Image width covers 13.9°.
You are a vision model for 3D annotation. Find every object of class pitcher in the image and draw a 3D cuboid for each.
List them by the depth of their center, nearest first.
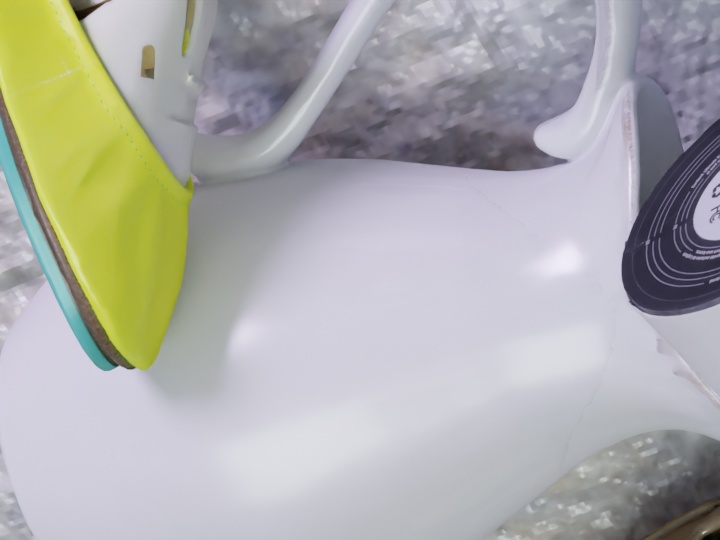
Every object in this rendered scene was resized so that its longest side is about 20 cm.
[{"bbox_3d":[0.000,0.000,0.780,0.200,0.121,0.172,-17,98,21],"label":"pitcher"}]

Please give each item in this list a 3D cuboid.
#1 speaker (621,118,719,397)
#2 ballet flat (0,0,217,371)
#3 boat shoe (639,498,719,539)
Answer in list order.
[{"bbox_3d":[0.155,0.044,0.717,0.081,0.081,0.200,-32,116,29],"label":"speaker"},{"bbox_3d":[-0.074,-0.076,0.728,0.067,0.067,0.200,-25,83,6],"label":"ballet flat"},{"bbox_3d":[0.099,0.099,0.838,0.200,0.064,0.071,-41,70,25],"label":"boat shoe"}]
